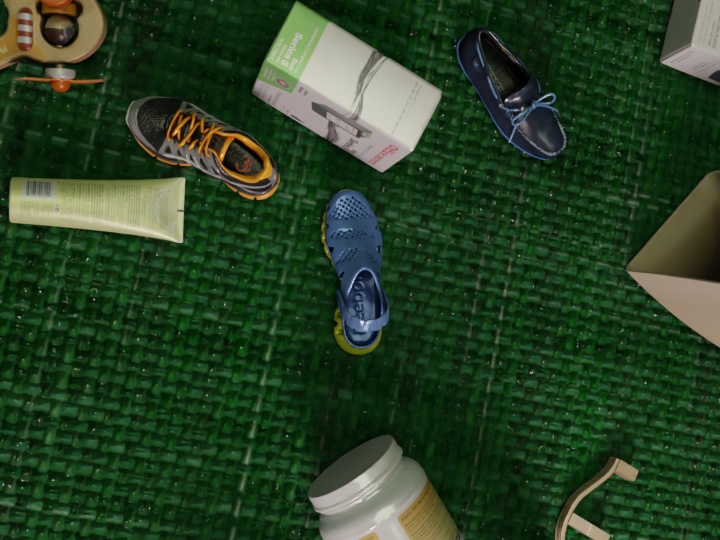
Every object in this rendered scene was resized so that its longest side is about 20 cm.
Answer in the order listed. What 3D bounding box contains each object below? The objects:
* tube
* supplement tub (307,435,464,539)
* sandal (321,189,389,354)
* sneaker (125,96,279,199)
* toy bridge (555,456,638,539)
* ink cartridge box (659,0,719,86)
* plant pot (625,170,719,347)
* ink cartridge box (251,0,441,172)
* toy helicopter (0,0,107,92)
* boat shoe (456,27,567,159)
[{"bbox_3d":[-0.304,-0.075,1.029,0.196,0.052,0.059,2,128,-17],"label":"tube"},{"bbox_3d":[0.039,0.313,1.037,0.143,0.144,0.202,-32,94,-13],"label":"supplement tub"},{"bbox_3d":[0.000,0.000,1.077,0.078,0.087,0.204,-9,87,-12],"label":"sandal"},{"bbox_3d":[-0.182,-0.153,1.046,0.197,0.077,0.080,23,83,-10],"label":"sneaker"},{"bbox_3d":[0.293,0.337,1.158,0.067,0.027,0.202,30,80,-8],"label":"toy bridge"},{"bbox_3d":[0.536,-0.334,1.227,0.196,0.084,0.148,17,83,-12],"label":"ink cartridge box"},{"bbox_3d":[0.513,0.001,1.157,0.200,0.199,0.178,-46,108,-12],"label":"plant pot"},{"bbox_3d":[-0.020,-0.212,1.053,0.198,0.145,0.085,30,81,-10],"label":"ink cartridge box"},{"bbox_3d":[-0.384,-0.253,1.016,0.197,0.079,0.134,-27,102,-3],"label":"toy helicopter"},{"bbox_3d":[0.197,-0.225,1.146,0.200,0.069,0.084,43,78,-8],"label":"boat shoe"}]
